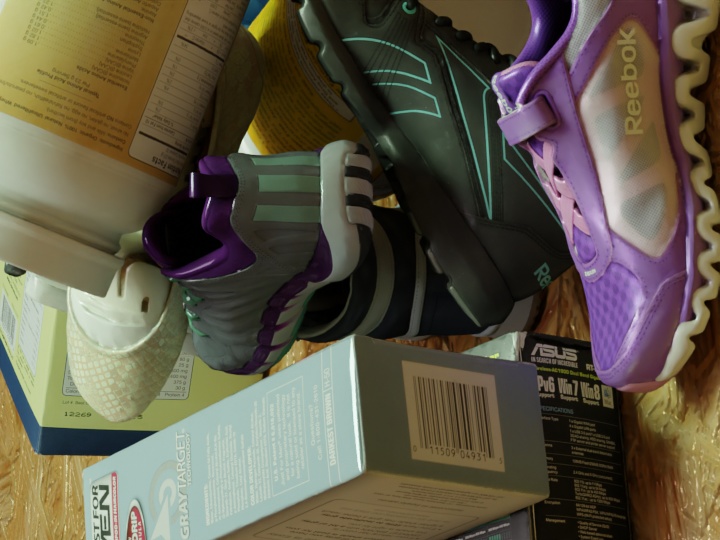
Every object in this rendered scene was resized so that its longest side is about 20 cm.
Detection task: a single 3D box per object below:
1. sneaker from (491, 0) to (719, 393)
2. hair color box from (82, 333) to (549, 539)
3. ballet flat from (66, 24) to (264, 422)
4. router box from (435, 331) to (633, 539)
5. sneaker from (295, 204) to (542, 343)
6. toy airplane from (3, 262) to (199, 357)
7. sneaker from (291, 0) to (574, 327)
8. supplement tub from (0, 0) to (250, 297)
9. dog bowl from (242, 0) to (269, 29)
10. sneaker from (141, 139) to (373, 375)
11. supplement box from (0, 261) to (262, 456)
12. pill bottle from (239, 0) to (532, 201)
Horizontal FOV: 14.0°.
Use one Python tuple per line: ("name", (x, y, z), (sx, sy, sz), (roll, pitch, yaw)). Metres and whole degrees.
("sneaker", (0.094, -0.052, 1.185), (0.080, 0.088, 0.202), (168, 102, -69))
("hair color box", (-0.023, 0.089, 1.236), (0.200, 0.099, 0.061), (-28, 60, 46))
("ballet flat", (-0.103, -0.026, 1.373), (0.062, 0.067, 0.201), (2, -73, -66))
("router box", (0.033, 0.126, 1.289), (0.200, 0.062, 0.151), (-24, 64, 48))
("sneaker", (0.000, 0.000, 1.410), (0.200, 0.108, 0.071), (-177, 88, -69))
("toy airplane", (-0.116, -0.036, 1.502), (0.198, 0.200, 0.142), (26, 97, 29))
("sneaker", (0.032, -0.078, 1.270), (0.201, 0.079, 0.075), (60, -178, -5))
("supplement tub", (-0.130, -0.103, 1.280), (0.201, 0.144, 0.145), (-68, 21, -1))
("dog bowl", (-0.063, -0.162, 1.504), (0.112, 0.199, 0.050), (50, 156, 33))
("sneaker", (-0.062, -0.010, 1.295), (0.200, 0.087, 0.075), (130, 140, -61))
("supplement box", (-0.138, -0.021, 1.769), (0.200, 0.133, 0.201), (-126, 42, -60))
("pill bottle", (0.002, -0.098, 1.413), (0.200, 0.112, 0.114), (136, 133, -64))
